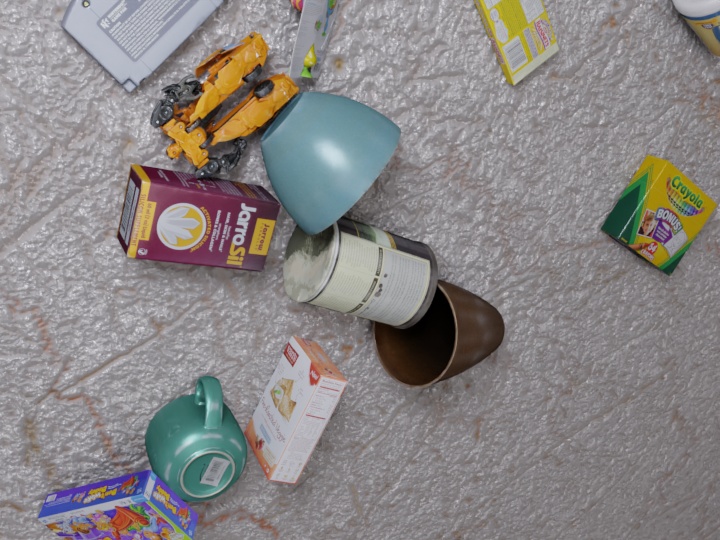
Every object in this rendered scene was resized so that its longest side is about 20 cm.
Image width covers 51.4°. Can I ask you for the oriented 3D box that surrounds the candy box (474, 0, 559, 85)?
[{"bbox_3d":[0.241,-0.404,1.179,0.102,0.026,0.200,-39,126,-9],"label":"candy box"}]

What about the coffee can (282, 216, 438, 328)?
[{"bbox_3d":[0.000,0.000,1.173,0.200,0.146,0.147,17,105,-33],"label":"coffee can"}]

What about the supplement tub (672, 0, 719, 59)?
[{"bbox_3d":[0.649,-0.456,1.297,0.200,0.145,0.145,29,98,-35],"label":"supplement tub"}]

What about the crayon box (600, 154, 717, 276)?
[{"bbox_3d":[0.597,-0.107,1.491,0.200,0.058,0.173,26,99,-35],"label":"crayon box"}]

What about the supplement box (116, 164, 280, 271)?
[{"bbox_3d":[-0.228,-0.072,1.055,0.199,0.086,0.111,7,110,-30],"label":"supplement box"}]

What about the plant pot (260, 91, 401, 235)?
[{"bbox_3d":[-0.060,-0.169,1.046,0.135,0.200,0.200,40,92,-19],"label":"plant pot"}]

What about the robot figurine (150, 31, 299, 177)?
[{"bbox_3d":[-0.188,-0.222,1.021,0.200,0.058,0.145,-41,125,-5],"label":"robot figurine"}]

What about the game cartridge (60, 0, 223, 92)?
[{"bbox_3d":[-0.267,-0.340,0.936,0.200,0.042,0.133,-45,121,-2],"label":"game cartridge"}]

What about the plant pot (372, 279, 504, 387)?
[{"bbox_3d":[0.156,0.102,1.304,0.200,0.187,0.187,2,113,-45],"label":"plant pot"}]

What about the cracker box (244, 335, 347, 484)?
[{"bbox_3d":[-0.111,0.228,1.233,0.058,0.134,0.200,20,102,-33],"label":"cracker box"}]

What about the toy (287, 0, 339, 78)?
[{"bbox_3d":[-0.067,-0.363,1.007,0.047,0.115,0.201,17,108,13],"label":"toy"}]

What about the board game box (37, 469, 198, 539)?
[{"bbox_3d":[-0.375,0.383,1.163,0.199,0.045,0.135,-18,127,19],"label":"board game box"}]

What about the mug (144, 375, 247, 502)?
[{"bbox_3d":[-0.262,0.279,1.189,0.152,0.114,0.185,-26,123,-15],"label":"mug"}]
